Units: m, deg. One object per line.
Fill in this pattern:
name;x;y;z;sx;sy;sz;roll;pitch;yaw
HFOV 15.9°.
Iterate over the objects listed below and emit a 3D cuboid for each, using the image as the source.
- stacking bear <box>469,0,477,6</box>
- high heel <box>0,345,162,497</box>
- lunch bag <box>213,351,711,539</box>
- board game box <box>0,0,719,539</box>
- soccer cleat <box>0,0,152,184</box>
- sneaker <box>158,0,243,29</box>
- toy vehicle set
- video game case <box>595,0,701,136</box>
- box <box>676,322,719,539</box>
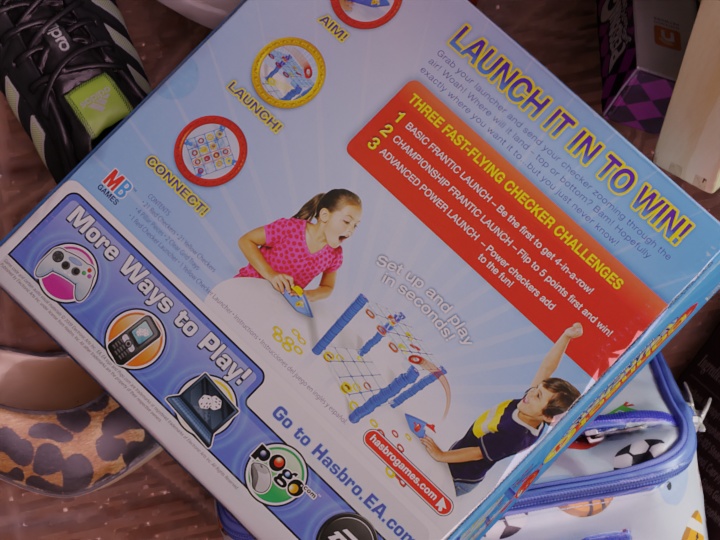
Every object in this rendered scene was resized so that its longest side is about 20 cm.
stacking bear;0.014;-0.079;1.048;0.114;0.121;0.200;-12;86;30
high heel;-0.146;0.024;1.028;0.200;0.071;0.143;-27;107;-2
lunch bag;0.042;0.081;1.024;0.200;0.160;0.076;-10;113;1
board game box;0.000;0.000;0.946;0.196;0.056;0.200;-45;75;-6
soccer cleat;-0.115;-0.081;1.024;0.067;0.081;0.200;-30;99;-11
sneaker;-0.111;-0.162;0.979;0.200;0.085;0.073;20;67;-2
toy vehicle set;0.183;-0.123;0.964;0.026;0.124;0.200;31;42;20
video game case;0.192;-0.107;1.072;0.200;0.036;0.181;17;46;-15
box;0.221;0.099;1.072;0.166;0.164;0.200;34;95;-14
